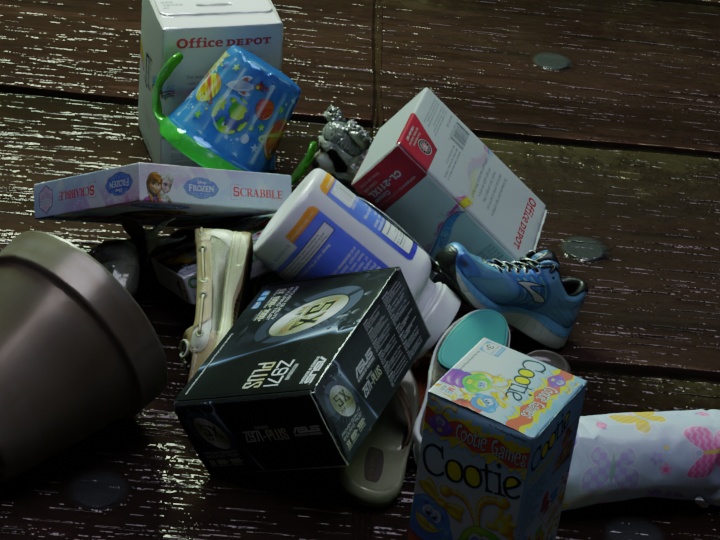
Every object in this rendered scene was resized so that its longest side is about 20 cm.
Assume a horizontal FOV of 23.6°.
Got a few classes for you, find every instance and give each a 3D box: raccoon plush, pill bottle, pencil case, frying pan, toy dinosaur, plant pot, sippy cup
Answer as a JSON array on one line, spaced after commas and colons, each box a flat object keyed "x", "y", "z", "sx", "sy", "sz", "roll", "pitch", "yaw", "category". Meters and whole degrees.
[{"x": 0.015, "y": -0.142, "z": 2.023, "sx": 0.096, "sy": 0.135, "sz": 0.200, "roll": 23, "pitch": 36, "yaw": 26, "category": "raccoon plush"}, {"x": 0.000, "y": 0.000, "z": 1.735, "sx": 0.200, "sy": 0.112, "sz": 0.112, "roll": 39, "pitch": 33, "yaw": -8, "category": "pill bottle"}, {"x": 0.257, "y": 0.178, "z": 1.615, "sx": 0.199, "sy": 0.091, "sz": 0.083, "roll": 0, "pitch": 19, "yaw": -11, "category": "pencil case"}, {"x": 0.055, "y": -0.014, "z": 1.856, "sx": 0.031, "sy": 0.190, "sz": 0.115, "roll": -48, "pitch": 37, "yaw": -6, "category": "frying pan"}, {"x": -0.259, "y": 0.008, "z": 1.768, "sx": 0.077, "sy": 0.102, "sz": 0.200, "roll": 45, "pitch": 28, "yaw": -17, "category": "toy dinosaur"}, {"x": -0.305, "y": 0.095, "z": 1.578, "sx": 0.199, "sy": 0.201, "sz": 0.174, "roll": 25, "pitch": 54, "yaw": 27, "category": "plant pot"}, {"x": -0.138, "y": -0.176, "z": 1.944, "sx": 0.177, "sy": 0.131, "sz": 0.140, "roll": 29, "pitch": 8, "yaw": -29, "category": "sippy cup"}]

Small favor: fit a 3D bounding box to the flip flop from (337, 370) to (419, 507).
[{"x": 0.016, "y": 0.138, "z": 1.642, "sx": 0.081, "sy": 0.058, "sz": 0.201, "roll": 9, "pitch": 40, "yaw": 0, "category": "flip flop"}]

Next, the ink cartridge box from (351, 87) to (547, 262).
[{"x": 0.101, "y": -0.081, "z": 1.905, "sx": 0.200, "sy": 0.083, "sz": 0.146, "roll": 44, "pitch": 32, "yaw": -12, "category": "ink cartridge box"}]

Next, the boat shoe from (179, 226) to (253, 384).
[{"x": -0.152, "y": 0.050, "z": 1.700, "sx": 0.063, "sy": 0.073, "sz": 0.202, "roll": 9, "pitch": 67, "yaw": 2, "category": "boat shoe"}]

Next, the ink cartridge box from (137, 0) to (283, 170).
[{"x": -0.183, "y": -0.235, "z": 2.072, "sx": 0.146, "sy": 0.201, "sz": 0.145, "roll": -5, "pitch": 34, "yaw": -17, "category": "ink cartridge box"}]

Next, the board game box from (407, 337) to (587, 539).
[{"x": 0.113, "y": 0.179, "z": 1.481, "sx": 0.103, "sy": 0.201, "sz": 0.105, "roll": 23, "pitch": 35, "yaw": 24, "category": "board game box"}]

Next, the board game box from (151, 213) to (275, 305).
[{"x": -0.113, "y": -0.027, "z": 1.833, "sx": 0.199, "sy": 0.035, "sz": 0.126, "roll": -24, "pitch": 18, "yaw": -17, "category": "board game box"}]

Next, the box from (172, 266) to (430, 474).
[{"x": -0.053, "y": 0.093, "z": 1.615, "sx": 0.163, "sy": 0.086, "sz": 0.200, "roll": -7, "pitch": 31, "yaw": 34, "category": "box"}]

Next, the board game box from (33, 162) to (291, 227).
[{"x": -0.211, "y": -0.078, "z": 1.831, "sx": 0.199, "sy": 0.041, "sz": 0.199, "roll": 2, "pitch": -5, "yaw": -41, "category": "board game box"}]

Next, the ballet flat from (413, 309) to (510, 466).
[{"x": 0.092, "y": 0.119, "z": 1.682, "sx": 0.069, "sy": 0.070, "sz": 0.200, "roll": 14, "pitch": 44, "yaw": 13, "category": "ballet flat"}]

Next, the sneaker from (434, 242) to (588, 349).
[{"x": 0.159, "y": 0.006, "z": 1.789, "sx": 0.199, "sy": 0.090, "sz": 0.078, "roll": 24, "pitch": 17, "yaw": -40, "category": "sneaker"}]

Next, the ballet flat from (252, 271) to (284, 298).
[{"x": -0.047, "y": -0.002, "z": 1.873, "sx": 0.199, "sy": 0.068, "sz": 0.062, "roll": -30, "pitch": 8, "yaw": -34, "category": "ballet flat"}]

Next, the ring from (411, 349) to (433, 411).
[{"x": -0.014, "y": 0.095, "z": 1.760, "sx": 0.199, "sy": 0.019, "sz": 0.201, "roll": 5, "pitch": 33, "yaw": -3, "category": "ring"}]

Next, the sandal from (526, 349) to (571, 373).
[{"x": 0.161, "y": 0.128, "z": 1.704, "sx": 0.081, "sy": 0.055, "sz": 0.200, "roll": 19, "pitch": 37, "yaw": 20, "category": "sandal"}]
